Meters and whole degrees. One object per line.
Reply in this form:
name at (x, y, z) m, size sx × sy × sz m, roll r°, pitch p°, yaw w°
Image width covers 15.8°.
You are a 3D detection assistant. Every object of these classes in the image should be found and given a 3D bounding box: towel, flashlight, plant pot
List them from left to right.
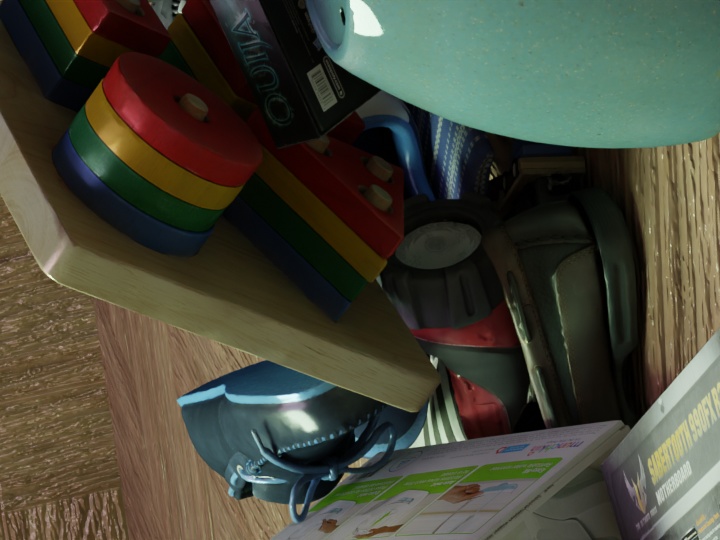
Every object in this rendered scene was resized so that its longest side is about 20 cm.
towel at (0.025, -0.084, 1.250) m, size 0.145 × 0.024 × 0.200 m, roll 96°, pitch 158°, yaw -52°
flashlight at (0.052, 0.060, 1.193) m, size 0.068 × 0.068 × 0.200 m, roll 18°, pitch 136°, yaw 34°
plant pot at (0.047, -0.134, 0.963) m, size 0.200 × 0.134 × 0.201 m, roll 168°, pitch 90°, yaw -78°

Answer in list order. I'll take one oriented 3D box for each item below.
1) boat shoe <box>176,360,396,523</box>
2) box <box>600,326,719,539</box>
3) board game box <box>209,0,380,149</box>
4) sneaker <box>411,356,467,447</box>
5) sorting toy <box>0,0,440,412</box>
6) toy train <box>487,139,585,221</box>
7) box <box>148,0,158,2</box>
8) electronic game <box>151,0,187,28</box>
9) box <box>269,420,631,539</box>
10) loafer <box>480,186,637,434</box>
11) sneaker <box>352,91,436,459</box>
boat shoe at (-0.024, 0.072, 1.184) m, size 0.069 × 0.084 × 0.200 m, roll 68°, pitch 166°, yaw -2°
box at (0.149, 0.113, 0.926) m, size 0.200 × 0.048 × 0.159 m, roll 111°, pitch 146°, yaw -69°
board game box at (-0.029, -0.166, 1.025) m, size 0.028 × 0.135 × 0.200 m, roll -11°, pitch 109°, yaw 40°
sneaker at (0.055, 0.059, 1.343) m, size 0.201 × 0.075 × 0.116 m, roll -98°, pitch 29°, yaw -60°
sorting toy at (-0.064, -0.052, 1.072) m, size 0.070 × 0.200 × 0.199 m, roll -52°, pitch 43°, yaw 18°
toy train at (0.073, -0.023, 1.212) m, size 0.200 × 0.034 × 0.046 m, roll 122°, pitch 146°, yaw -74°
box at (-0.067, -0.184, 1.300) m, size 0.143 × 0.199 × 0.036 m, roll 112°, pitch 145°, yaw -70°
electronic game at (-0.073, -0.135, 1.381) m, size 0.042 × 0.199 × 0.200 m, roll 89°, pitch 167°, yaw -72°
box at (0.018, 0.153, 1.096) m, size 0.200 × 0.176 × 0.097 m, roll -14°, pitch 110°, yaw 58°
loafer at (0.086, 0.058, 1.140) m, size 0.072 × 0.063 × 0.200 m, roll -121°, pitch 23°, yaw -59°
sneaker at (0.000, 0.000, 1.222) m, size 0.082 × 0.074 × 0.201 m, roll -143°, pitch 43°, yaw -66°
